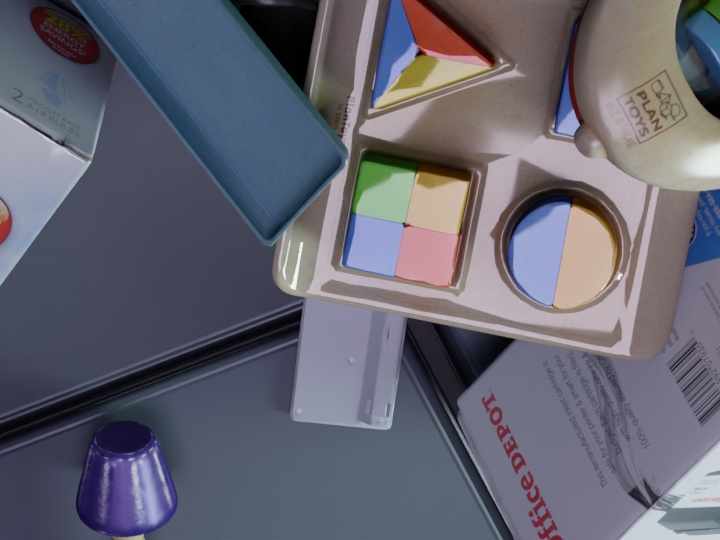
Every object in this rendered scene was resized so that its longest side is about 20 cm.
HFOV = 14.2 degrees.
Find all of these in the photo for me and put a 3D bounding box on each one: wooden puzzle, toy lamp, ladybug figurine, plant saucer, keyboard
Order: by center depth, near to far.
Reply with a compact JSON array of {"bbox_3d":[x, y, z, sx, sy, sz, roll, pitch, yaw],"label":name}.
[{"bbox_3d":[0.169,-0.115,1.337,0.200,0.072,0.136,-35,110,-20],"label":"ladybug figurine"},{"bbox_3d":[0.069,-0.059,1.390,0.200,0.046,0.185,10,100,-2],"label":"wooden puzzle"},{"bbox_3d":[-0.082,-0.109,1.393,0.200,0.019,0.070,52,125,11],"label":"plant saucer"},{"bbox_3d":[0.000,0.000,1.526,0.056,0.011,0.200,9,121,2],"label":"keyboard"},{"bbox_3d":[-0.128,0.173,1.607,0.058,0.058,0.200,2,124,0],"label":"toy lamp"}]

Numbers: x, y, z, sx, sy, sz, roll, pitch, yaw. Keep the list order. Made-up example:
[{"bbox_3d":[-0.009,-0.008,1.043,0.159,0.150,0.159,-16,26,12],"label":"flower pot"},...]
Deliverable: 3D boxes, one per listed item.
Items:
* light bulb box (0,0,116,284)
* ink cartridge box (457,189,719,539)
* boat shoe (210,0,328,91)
[{"bbox_3d":[-0.256,-0.062,1.425,0.198,0.125,0.200,30,118,-16],"label":"light bulb box"},{"bbox_3d":[0.160,0.063,1.471,0.084,0.145,0.200,20,123,-40],"label":"ink cartridge box"},{"bbox_3d":[-0.036,-0.148,1.406,0.074,0.063,0.201,6,120,0],"label":"boat shoe"}]
